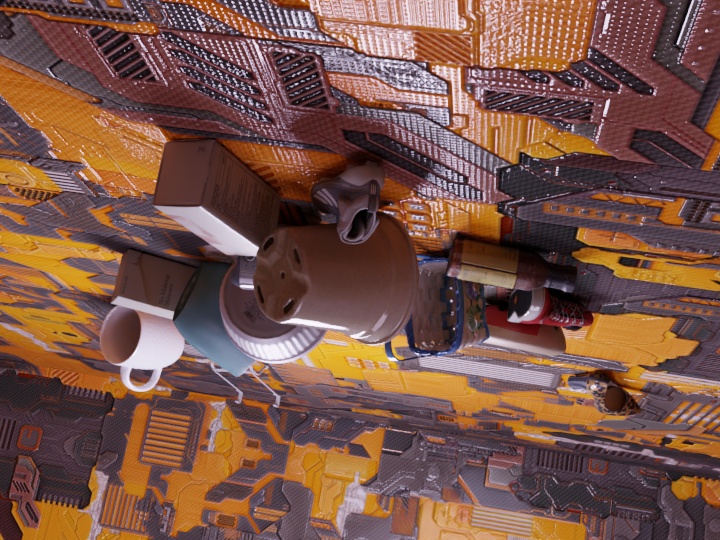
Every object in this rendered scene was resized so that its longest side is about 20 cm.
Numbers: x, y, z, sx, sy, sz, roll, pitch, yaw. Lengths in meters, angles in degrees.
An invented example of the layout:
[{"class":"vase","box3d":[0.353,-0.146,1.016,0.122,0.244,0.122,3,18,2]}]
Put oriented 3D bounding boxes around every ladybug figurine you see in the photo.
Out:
[{"class":"ladybug figurine","box3d":[0.283,0.107,1.925,0.198,0.073,0.136,10,178,18]}]

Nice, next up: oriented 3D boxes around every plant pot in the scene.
[{"class":"plant pot","box3d":[-0.047,0.009,1.518,0.182,0.203,0.199,2,173,-41]},{"class":"plant pot","box3d":[-0.262,0.076,2.003,0.160,0.202,0.200,29,159,-16]}]

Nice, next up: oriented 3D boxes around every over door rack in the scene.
[{"class":"over door rack","box3d":[-0.328,0.311,3.025,0.146,0.067,0.201,2,141,26]}]

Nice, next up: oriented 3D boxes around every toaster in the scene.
[{"class":"toaster","box3d":[-0.130,-0.021,1.686,0.128,0.115,0.200,8,180,2]}]

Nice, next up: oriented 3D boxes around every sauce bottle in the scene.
[{"class":"sauce bottle","box3d":[0.234,-0.002,1.621,0.198,0.067,0.066,13,164,0]}]

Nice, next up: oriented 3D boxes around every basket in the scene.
[{"class":"basket","box3d":[0.113,0.055,1.714,0.198,0.178,0.139,-2,174,-35]}]

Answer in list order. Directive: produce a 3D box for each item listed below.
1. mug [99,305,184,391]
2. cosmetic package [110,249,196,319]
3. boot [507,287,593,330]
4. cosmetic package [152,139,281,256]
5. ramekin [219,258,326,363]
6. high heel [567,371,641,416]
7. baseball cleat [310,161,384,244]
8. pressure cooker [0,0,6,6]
[{"class":"mug","box3d":[-0.525,0.194,2.547,0.147,0.202,0.175,5,171,36]},{"class":"cosmetic package","box3d":[-0.387,0.037,2.096,0.198,0.105,0.073,16,162,-23]},{"class":"boot","box3d":[0.335,0.062,1.776,0.143,0.073,0.200,10,172,2]},{"class":"cosmetic package","box3d":[-0.202,-0.101,1.506,0.086,0.104,0.200,2,161,25]},{"class":"ramekin","box3d":[-0.151,0.053,1.811,0.198,0.202,0.105,8,165,8]},{"class":"high heel","box3d":[0.579,0.286,2.358,0.199,0.072,0.142,25,167,-15]},{"class":"baseball cleat","box3d":[-0.026,-0.084,1.437,0.069,0.108,0.200,10,167,-16]},{"class":"pressure cooker","box3d":[-0.369,-0.292,0.834,0.177,0.178,0.200,-11,169,-13]}]
